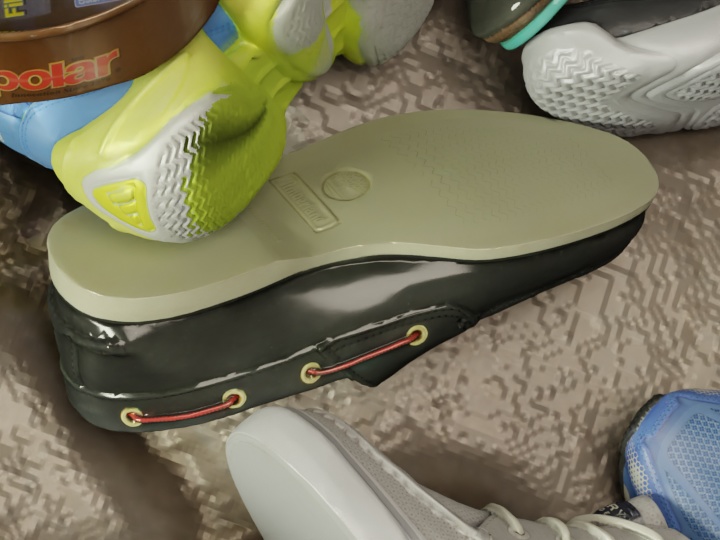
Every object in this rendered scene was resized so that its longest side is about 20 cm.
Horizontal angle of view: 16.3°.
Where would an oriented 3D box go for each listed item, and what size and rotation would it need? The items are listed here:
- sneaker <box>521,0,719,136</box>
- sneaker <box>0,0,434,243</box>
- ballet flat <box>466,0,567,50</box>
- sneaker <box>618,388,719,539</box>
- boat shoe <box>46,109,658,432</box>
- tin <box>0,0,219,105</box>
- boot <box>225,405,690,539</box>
[{"bbox_3d":[0.136,-0.115,0.848,0.199,0.075,0.114,-12,77,-18],"label":"sneaker"},{"bbox_3d":[-0.046,-0.093,0.796,0.105,0.076,0.200,20,45,23],"label":"sneaker"},{"bbox_3d":[0.079,-0.159,0.842,0.068,0.068,0.200,45,61,-12],"label":"ballet flat"},{"bbox_3d":[0.173,0.096,0.791,0.200,0.089,0.079,33,72,10],"label":"sneaker"},{"bbox_3d":[-0.001,-0.002,0.795,0.201,0.063,0.074,-14,40,-19],"label":"boat shoe"},{"bbox_3d":[-0.101,-0.129,0.764,0.112,0.042,0.200,-8,50,-4],"label":"tin"},{"bbox_3d":[0.052,0.099,0.787,0.096,0.074,0.200,-43,98,-24],"label":"boot"}]
